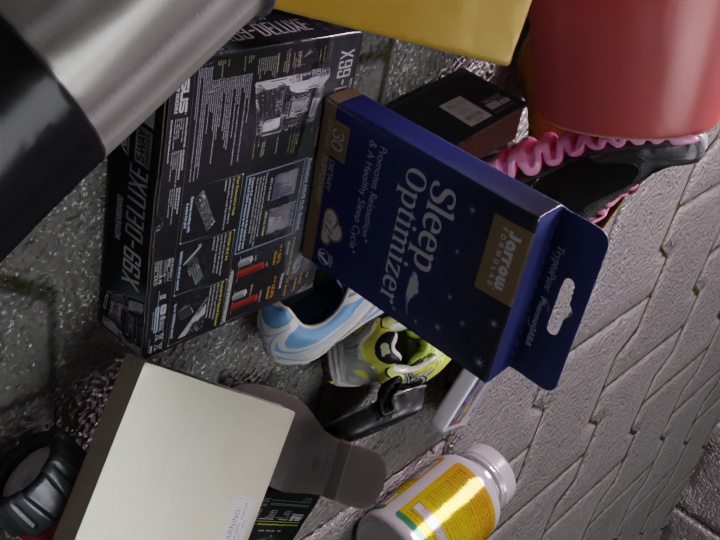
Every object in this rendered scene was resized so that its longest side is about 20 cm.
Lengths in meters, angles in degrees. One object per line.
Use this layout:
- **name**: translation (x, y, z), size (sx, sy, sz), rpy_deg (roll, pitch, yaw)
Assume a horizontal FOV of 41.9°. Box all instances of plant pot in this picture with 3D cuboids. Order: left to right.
- **plant pot**: translation (0.209, -0.203, 0.711), size (0.199, 0.199, 0.180), rpy_deg (-23, 123, -43)

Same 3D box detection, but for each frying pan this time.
- **frying pan**: translation (0.030, 0.124, 0.865), size (0.114, 0.031, 0.190), rpy_deg (-14, 166, -35)

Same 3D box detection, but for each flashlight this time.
- **flashlight**: translation (-0.164, 0.190, 0.630), size (0.068, 0.067, 0.201), rpy_deg (-48, 123, -21)

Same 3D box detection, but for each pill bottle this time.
- **pill bottle**: translation (0.098, 0.294, 1.135), size (0.199, 0.112, 0.114), rpy_deg (-29, 140, -40)

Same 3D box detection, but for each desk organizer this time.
- **desk organizer**: translation (0.039, -0.080, 0.737), size (0.199, 0.071, 0.078), rpy_deg (-33, 145, -35)

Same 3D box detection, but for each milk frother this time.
- **milk frother**: translation (-0.119, -0.097, 0.364), size (0.188, 0.199, 0.181), rpy_deg (-48, 145, -15)

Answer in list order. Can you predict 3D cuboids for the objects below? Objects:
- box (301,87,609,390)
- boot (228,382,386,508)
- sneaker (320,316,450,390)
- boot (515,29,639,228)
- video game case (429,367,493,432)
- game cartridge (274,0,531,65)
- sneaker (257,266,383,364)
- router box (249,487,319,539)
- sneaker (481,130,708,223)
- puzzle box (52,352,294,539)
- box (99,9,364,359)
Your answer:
- **box**: translation (0.048, -0.016, 0.582), size (0.032, 0.199, 0.122), rpy_deg (-27, 140, -43)
- **boot**: translation (-0.066, 0.152, 0.811), size (0.200, 0.075, 0.074), rpy_deg (38, 69, -41)
- **sneaker**: translation (0.046, 0.076, 0.869), size (0.199, 0.076, 0.077), rpy_deg (-5, 90, -56)
- **boot**: translation (0.202, -0.141, 0.843), size (0.070, 0.143, 0.203), rpy_deg (-11, 128, -51)
- **video game case**: translation (0.152, 0.091, 1.071), size (0.201, 0.023, 0.182), rpy_deg (-58, 165, 2)
- **game cartridge**: translation (0.016, -0.218, 0.501), size (0.197, 0.033, 0.178), rpy_deg (11, 116, -14)
- **sneaker**: translation (0.000, 0.000, 0.752), size (0.199, 0.072, 0.073), rpy_deg (-38, 156, -30)
- **router box**: translation (-0.136, 0.228, 0.780), size (0.151, 0.062, 0.200), rpy_deg (-58, 150, 1)
- **sneaker**: translation (0.192, -0.072, 0.787), size (0.079, 0.198, 0.097), rpy_deg (-34, 112, -56)
- **puzzle box**: translation (-0.129, 0.166, 0.600), size (0.132, 0.025, 0.202), rpy_deg (28, 81, -44)
- **box**: translation (-0.082, -0.059, 0.599), size (0.157, 0.050, 0.202), rpy_deg (-24, 137, -44)
